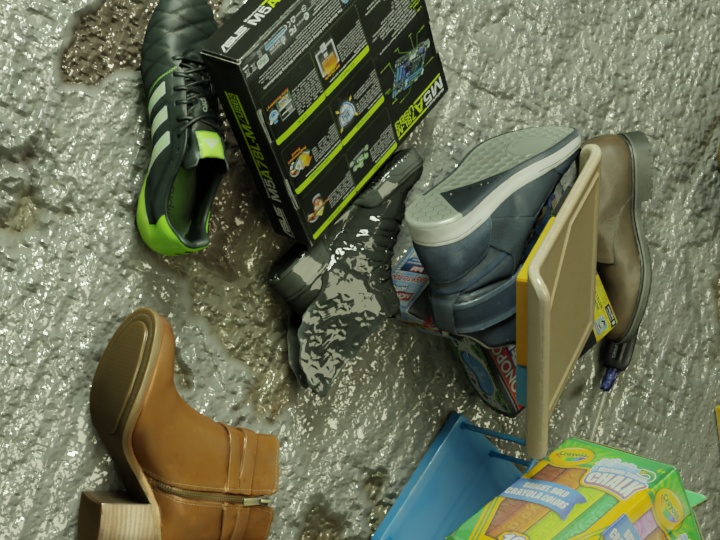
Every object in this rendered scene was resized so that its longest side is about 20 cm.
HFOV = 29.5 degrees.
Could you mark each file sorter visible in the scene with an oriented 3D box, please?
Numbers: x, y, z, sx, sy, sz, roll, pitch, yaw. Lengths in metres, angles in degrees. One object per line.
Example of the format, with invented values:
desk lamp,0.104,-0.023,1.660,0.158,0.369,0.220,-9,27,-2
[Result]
file sorter,0.140,0.247,1.213,0.200,0.123,0.139,45,69,-29

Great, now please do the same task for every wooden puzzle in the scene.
wooden puzzle,0.158,0.022,1.104,0.200,0.037,0.185,-61,154,-47

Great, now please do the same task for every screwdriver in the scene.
screwdriver,0.229,0.131,1.322,0.029,0.028,0.200,24,81,-4

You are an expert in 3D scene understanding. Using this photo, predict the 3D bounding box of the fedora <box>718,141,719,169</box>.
fedora,0.425,-0.116,1.394,0.200,0.082,0.201,4,83,-34

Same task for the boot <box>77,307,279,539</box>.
boot,-0.127,0.127,1.044,0.155,0.074,0.200,5,104,-34

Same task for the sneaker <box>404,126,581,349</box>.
sneaker,0.121,-0.024,1.128,0.202,0.077,0.146,-37,123,-35

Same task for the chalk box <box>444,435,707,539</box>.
chalk box,0.192,0.221,1.097,0.200,0.124,0.124,-34,113,-29

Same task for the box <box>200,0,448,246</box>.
box,-0.019,-0.153,1.055,0.200,0.047,0.193,-50,145,-25

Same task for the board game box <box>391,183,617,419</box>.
board game box,0.112,0.019,1.205,0.200,0.062,0.200,-37,115,-25

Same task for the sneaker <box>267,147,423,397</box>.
sneaker,0.001,0.000,1.120,0.200,0.060,0.104,-45,106,-15

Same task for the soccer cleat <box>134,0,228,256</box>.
soccer cleat,-0.125,-0.109,1.011,0.067,0.081,0.200,2,94,-35

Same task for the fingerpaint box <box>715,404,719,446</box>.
fingerpaint box,0.462,0.236,1.412,0.073,0.167,0.200,-18,104,-31

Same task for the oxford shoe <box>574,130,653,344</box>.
oxford shoe,0.225,-0.028,1.285,0.084,0.073,0.200,-6,97,-18
